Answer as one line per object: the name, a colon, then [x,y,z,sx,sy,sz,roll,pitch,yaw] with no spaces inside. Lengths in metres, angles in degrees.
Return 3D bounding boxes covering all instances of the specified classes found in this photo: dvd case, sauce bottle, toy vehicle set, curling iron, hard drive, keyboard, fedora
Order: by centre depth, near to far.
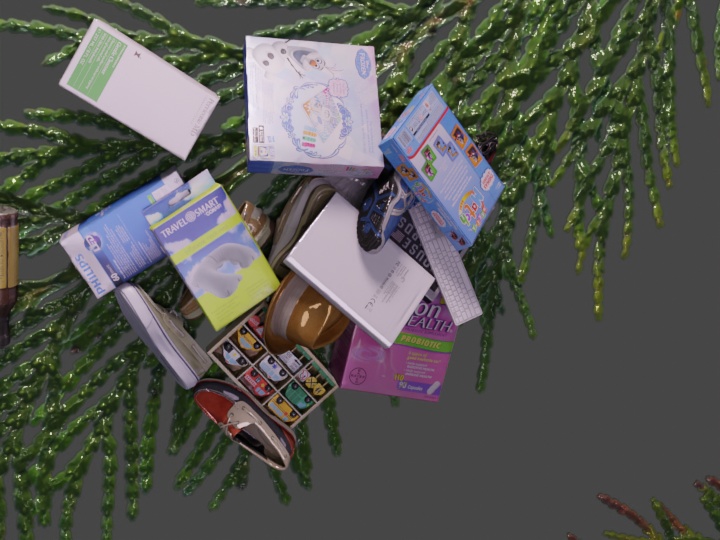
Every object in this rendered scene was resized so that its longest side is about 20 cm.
sauce bottle: [-0.529,0.010,1.300,0.063,0.065,0.204,3,103,-15]
hard drive: [0.000,0.000,1.324,0.199,0.027,0.133,40,69,-9]
fedora: [-0.063,0.056,1.372,0.081,0.200,0.203,30,98,23]
keyboard: [0.130,-0.018,1.384,0.056,0.011,0.203,-20,87,-24]
dvd case: [0.106,-0.072,1.406,0.150,0.025,0.201,40,67,-9]
curling iron: [0.171,-0.139,1.418,0.049,0.025,0.202,37,66,-24]
toy vehicle set: [-0.141,0.156,1.463,0.124,0.027,0.201,-41,111,-1]

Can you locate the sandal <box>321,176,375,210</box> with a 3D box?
sandal: [0.025,-0.102,1.425,0.202,0.050,0.083,39,79,-9]

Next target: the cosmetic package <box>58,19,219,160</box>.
cosmetic package: [-0.311,-0.256,1.272,0.198,0.085,0.109,29,95,-19]

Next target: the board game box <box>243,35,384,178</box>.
board game box: [-0.070,-0.237,1.307,0.195,0.043,0.204,1,70,-14]

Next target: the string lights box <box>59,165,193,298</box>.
string lights box: [-0.333,-0.058,1.335,0.198,0.059,0.104,-31,110,-4]

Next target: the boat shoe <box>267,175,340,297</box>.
boat shoe: [-0.097,-0.053,1.392,0.074,0.068,0.202,19,109,-40]

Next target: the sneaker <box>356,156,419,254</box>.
sneaker: [0.055,-0.109,1.324,0.077,0.075,0.203,35,63,-30]

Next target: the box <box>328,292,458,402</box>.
box: [0.059,0.094,1.461,0.173,0.097,0.204,11,102,-17]

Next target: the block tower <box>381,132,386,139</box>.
block tower: [-0.010,-0.193,1.384,0.196,0.054,0.059,9,104,-16]

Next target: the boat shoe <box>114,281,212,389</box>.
boat shoe: [-0.305,0.092,1.389,0.062,0.071,0.202,-43,117,-26]

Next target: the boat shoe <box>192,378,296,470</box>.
boat shoe: [-0.189,0.248,1.443,0.199,0.063,0.071,38,121,-14]

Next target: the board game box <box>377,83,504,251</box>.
board game box: [0.125,-0.154,1.334,0.201,0.036,0.152,50,47,-17]

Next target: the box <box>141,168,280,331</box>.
box: [-0.216,-0.030,1.311,0.121,0.048,0.202,-34,107,-11]

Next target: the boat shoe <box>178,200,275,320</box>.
boat shoe: [-0.220,-0.020,1.367,0.076,0.071,0.201,42,82,-34]
